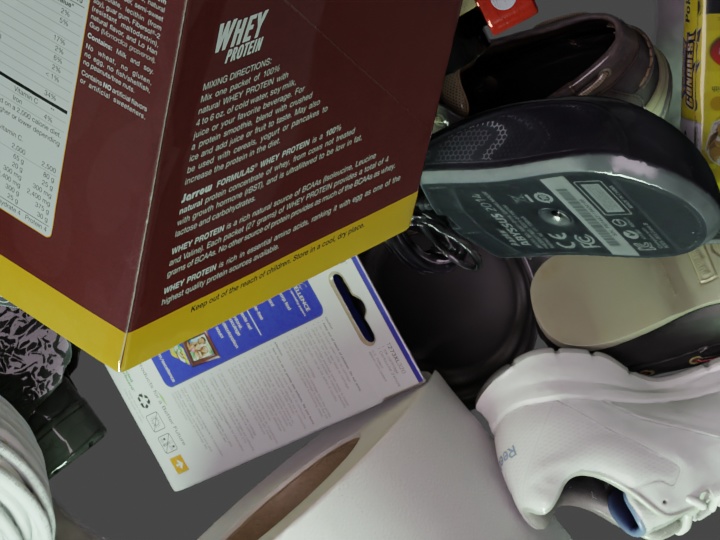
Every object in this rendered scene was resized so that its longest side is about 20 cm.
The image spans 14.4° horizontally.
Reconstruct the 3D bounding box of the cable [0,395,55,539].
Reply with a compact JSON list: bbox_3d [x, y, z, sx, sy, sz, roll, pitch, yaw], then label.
[{"bbox_3d":[-0.251,0.124,1.399,0.200,0.069,0.200,-39,134,23],"label":"cable"}]

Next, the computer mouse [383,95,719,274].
[{"bbox_3d":[0.077,-0.049,1.299,0.199,0.139,0.053,2,61,34],"label":"computer mouse"}]

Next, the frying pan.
[{"bbox_3d":[0.004,0.017,1.443,0.189,0.031,0.116,-3,102,24],"label":"frying pan"}]

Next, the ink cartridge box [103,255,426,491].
[{"bbox_3d":[-0.047,0.038,1.416,0.200,0.037,0.095,-26,94,46],"label":"ink cartridge box"}]

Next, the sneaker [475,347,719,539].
[{"bbox_3d":[0.155,0.089,1.365,0.199,0.075,0.088,-1,59,-10],"label":"sneaker"}]

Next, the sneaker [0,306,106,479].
[{"bbox_3d":[-0.212,0.080,1.498,0.199,0.060,0.104,-34,93,13],"label":"sneaker"}]

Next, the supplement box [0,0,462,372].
[{"bbox_3d":[-0.066,-0.102,1.169,0.132,0.197,0.201,31,126,27],"label":"supplement box"}]

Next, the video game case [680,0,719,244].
[{"bbox_3d":[0.244,-0.107,1.314,0.199,0.025,0.182,-3,102,-15],"label":"video game case"}]

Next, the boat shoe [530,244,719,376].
[{"bbox_3d":[0.183,0.002,1.382,0.200,0.063,0.074,-15,67,6],"label":"boat shoe"}]

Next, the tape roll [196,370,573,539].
[{"bbox_3d":[0.001,0.165,1.380,0.202,0.203,0.139,-38,95,18],"label":"tape roll"}]

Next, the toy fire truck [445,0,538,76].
[{"bbox_3d":[0.090,-0.169,1.318,0.199,0.176,0.129,-27,106,4],"label":"toy fire truck"}]

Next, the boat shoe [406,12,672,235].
[{"bbox_3d":[0.049,-0.079,1.378,0.199,0.073,0.075,-22,52,10],"label":"boat shoe"}]

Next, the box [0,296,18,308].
[{"bbox_3d":[-0.175,-0.092,1.323,0.131,0.200,0.115,7,132,25],"label":"box"}]
